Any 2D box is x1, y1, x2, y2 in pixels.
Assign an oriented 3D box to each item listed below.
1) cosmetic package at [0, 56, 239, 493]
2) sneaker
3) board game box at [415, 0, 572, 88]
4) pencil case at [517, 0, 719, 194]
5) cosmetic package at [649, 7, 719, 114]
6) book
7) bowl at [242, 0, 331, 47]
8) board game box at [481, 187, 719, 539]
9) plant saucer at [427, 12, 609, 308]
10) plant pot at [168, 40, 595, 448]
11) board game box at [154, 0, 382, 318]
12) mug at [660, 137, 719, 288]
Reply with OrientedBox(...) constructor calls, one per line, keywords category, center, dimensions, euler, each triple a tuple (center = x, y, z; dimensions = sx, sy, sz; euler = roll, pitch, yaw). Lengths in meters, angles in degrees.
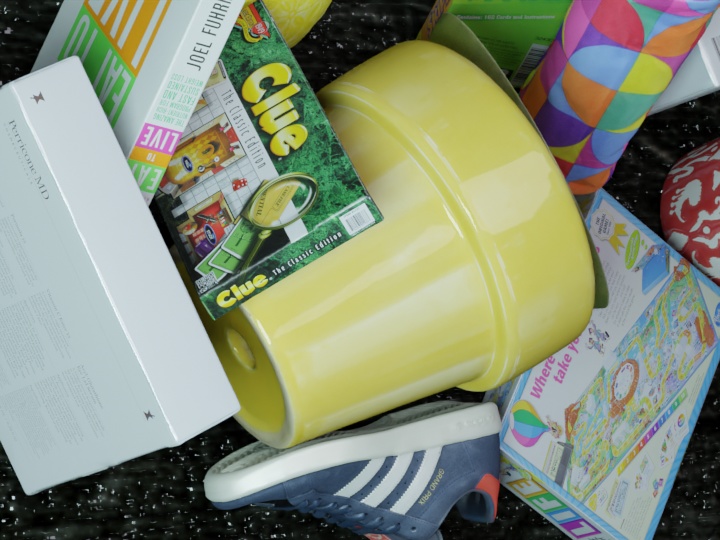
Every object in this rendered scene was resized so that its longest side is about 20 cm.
OrientedBox(category="cosmetic package", center=(-0.161, 0.006, 1.479), dimensions=(0.052, 0.150, 0.201), euler=(-27, 95, -38))
OrientedBox(category="sneaker", center=(0.003, 0.131, 1.628), dimensions=(0.199, 0.075, 0.085), euler=(-9, 95, -32))
OrientedBox(category="board game box", center=(0.111, -0.187, 1.708), dimensions=(0.095, 0.200, 0.030), euler=(8, 51, -20))
OrientedBox(category="pencil case", center=(0.154, -0.134, 1.700), dimensions=(0.088, 0.200, 0.089), euler=(14, 48, -16))
OrientedBox(category="cosmetic package", center=(0.236, -0.144, 1.825), dimensions=(0.199, 0.151, 0.052), euler=(-21, 88, -39))
OrientedBox(category="book", center=(-0.103, -0.147, 1.502), dimensions=(0.048, 0.134, 0.201), euler=(14, 114, -31))
OrientedBox(category="bowl", center=(-0.074, -0.223, 1.645), dimensions=(0.199, 0.107, 0.201), euler=(11, 71, -33))
OrientedBox(category="board game box", center=(0.154, 0.066, 1.779), dimensions=(0.134, 0.034, 0.201), euler=(39, 58, -22))
OrientedBox(category="plant saucer", center=(0.085, -0.058, 1.685), dimensions=(0.031, 0.200, 0.201), euler=(-29, 96, -6))
OrientedBox(category="plant pot", center=(0.000, 0.000, 1.596), dimensions=(0.188, 0.201, 0.202), euler=(-32, 97, -22))
OrientedBox(category="board game box", center=(-0.066, -0.064, 1.539), dimensions=(0.104, 0.200, 0.024), euler=(-29, 131, 0))
OrientedBox(category="mug", center=(0.314, -0.046, 1.825), dimensions=(0.177, 0.200, 0.134), euler=(14, 69, -34))
